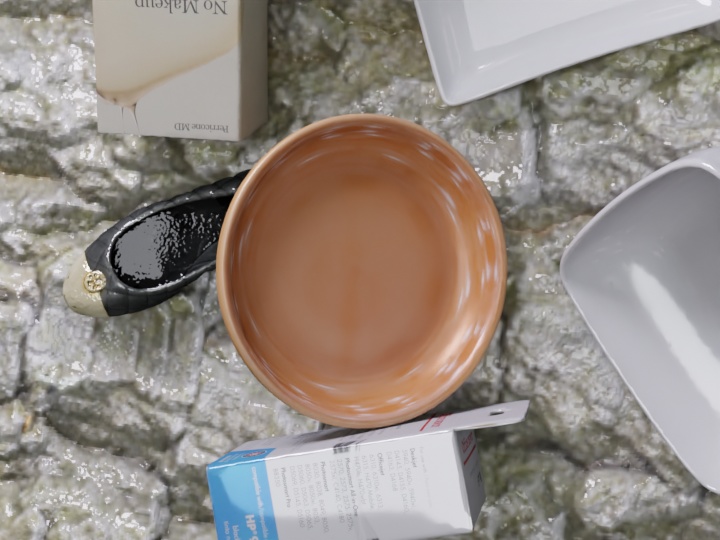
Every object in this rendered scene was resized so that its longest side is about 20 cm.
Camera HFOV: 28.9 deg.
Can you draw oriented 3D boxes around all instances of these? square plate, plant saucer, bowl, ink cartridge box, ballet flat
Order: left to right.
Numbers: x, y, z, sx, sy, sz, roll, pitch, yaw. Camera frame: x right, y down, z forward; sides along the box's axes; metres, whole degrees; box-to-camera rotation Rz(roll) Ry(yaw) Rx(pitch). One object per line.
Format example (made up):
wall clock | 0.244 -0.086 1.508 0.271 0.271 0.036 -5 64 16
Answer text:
ballet flat | -0.117 -0.025 0.948 0.200 0.057 0.066 -26 86 8
plant saucer | 0.000 0.000 0.902 0.200 0.037 0.200 -1 92 -23
ink cartridge box | 0.014 0.135 0.900 0.200 0.116 0.067 -10 89 9
square plate | 0.121 -0.231 0.923 0.198 0.028 0.200 -17 88 8
bowl | 0.232 0.025 0.842 0.075 0.200 0.200 -31 83 -27

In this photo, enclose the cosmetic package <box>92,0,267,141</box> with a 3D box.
cosmetic package | -0.117 -0.191 0.912 0.103 0.073 0.200 3 106 10
